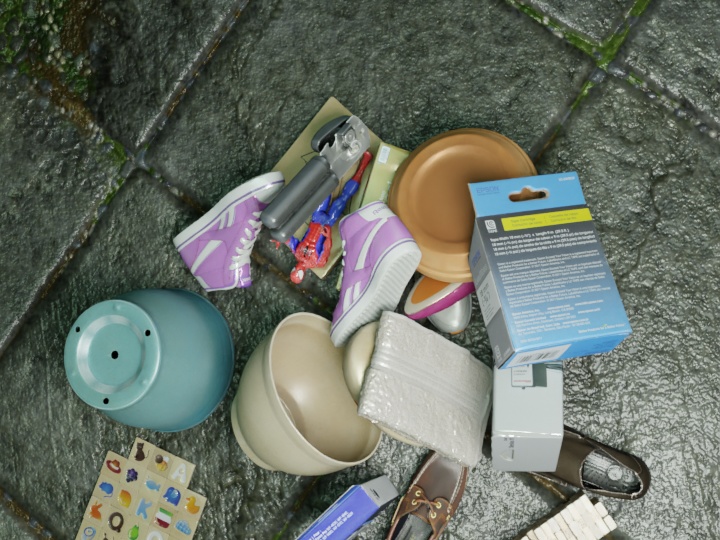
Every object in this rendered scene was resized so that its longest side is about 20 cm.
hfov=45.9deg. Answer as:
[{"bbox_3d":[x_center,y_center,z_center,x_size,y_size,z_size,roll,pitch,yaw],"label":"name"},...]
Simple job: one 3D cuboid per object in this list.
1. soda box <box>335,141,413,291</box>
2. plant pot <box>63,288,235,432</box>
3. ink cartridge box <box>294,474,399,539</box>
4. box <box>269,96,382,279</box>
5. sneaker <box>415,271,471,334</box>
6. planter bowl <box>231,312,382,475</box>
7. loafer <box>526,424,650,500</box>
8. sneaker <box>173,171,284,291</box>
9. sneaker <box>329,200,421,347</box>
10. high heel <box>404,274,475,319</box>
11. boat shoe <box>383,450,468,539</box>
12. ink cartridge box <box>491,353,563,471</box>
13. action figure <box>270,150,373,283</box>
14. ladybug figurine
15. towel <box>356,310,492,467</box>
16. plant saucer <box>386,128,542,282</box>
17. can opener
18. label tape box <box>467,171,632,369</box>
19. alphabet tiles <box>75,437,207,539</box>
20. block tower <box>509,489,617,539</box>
[{"bbox_3d":[0.024,-0.063,1.139,0.063,0.068,0.205,18,92,-3],"label":"soda box"},{"bbox_3d":[-0.289,0.114,1.132,0.195,0.188,0.206,-2,81,10],"label":"plant pot"},{"bbox_3d":[-0.012,0.302,1.046,0.099,0.200,0.039,-43,74,3],"label":"ink cartridge box"},{"bbox_3d":[-0.046,-0.117,1.200,0.163,0.021,0.201,41,92,13],"label":"box"},{"bbox_3d":[0.097,-0.016,1.123,0.074,0.092,0.205,-15,81,8],"label":"sneaker"},{"bbox_3d":[-0.084,0.176,1.095,0.134,0.199,0.204,-34,76,31],"label":"planter bowl"},{"bbox_3d":[0.268,0.234,1.066,0.195,0.071,0.075,12,85,12],"label":"loafer"},{"bbox_3d":[-0.158,-0.045,1.169,0.199,0.072,0.116,-35,84,29],"label":"sneaker"},{"bbox_3d":[0.001,0.000,1.072,0.115,0.072,0.202,55,132,27],"label":"sneaker"},{"bbox_3d":[0.142,0.022,1.086,0.199,0.097,0.067,-40,37,-22],"label":"high heel"},{"bbox_3d":[0.081,0.316,1.094,0.069,0.070,0.204,24,86,14],"label":"boat shoe"},{"bbox_3d":[0.200,0.125,1.026,0.081,0.147,0.205,2,63,10],"label":"ink cartridge box"},{"bbox_3d":[-0.054,-0.079,1.139,0.064,0.099,0.204,24,90,14],"label":"action figure"},{"bbox_3d":[0.050,0.148,1.089,0.199,0.071,0.137,41,60,-23],"label":"ladybug figurine"},{"bbox_3d":[0.088,0.150,1.051,0.198,0.034,0.135,29,65,-28],"label":"towel"},{"bbox_3d":[0.123,-0.087,1.042,0.195,0.038,0.205,-6,68,16],"label":"plant saucer"},{"bbox_3d":[-0.062,-0.126,1.114,0.066,0.054,0.201,22,64,46],"label":"can opener"},{"bbox_3d":[0.202,-0.002,0.964,0.140,0.064,0.204,-7,66,-13],"label":"label tape box"},{"bbox_3d":[-0.310,0.350,1.197,0.163,0.006,0.204,20,87,13],"label":"alphabet tiles"},{"bbox_3d":[0.223,0.352,1.068,0.198,0.058,0.055,-36,77,3],"label":"block tower"}]
